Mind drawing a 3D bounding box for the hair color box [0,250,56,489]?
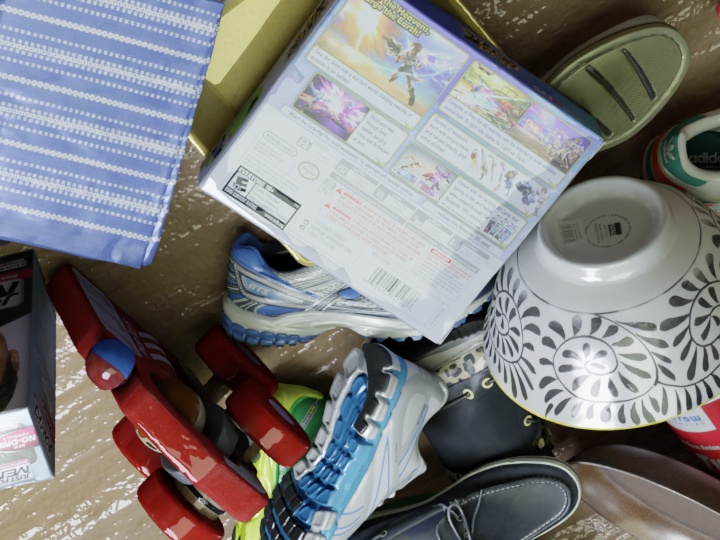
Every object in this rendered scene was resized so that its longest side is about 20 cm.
[{"bbox_3d":[-0.258,0.070,1.403,0.098,0.200,0.061,-14,121,0],"label":"hair color box"}]

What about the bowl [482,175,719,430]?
[{"bbox_3d":[0.169,0.000,1.400,0.199,0.201,0.095,-17,131,2],"label":"bowl"}]

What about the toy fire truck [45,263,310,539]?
[{"bbox_3d":[-0.136,0.088,1.436,0.112,0.200,0.168,-45,121,5],"label":"toy fire truck"}]

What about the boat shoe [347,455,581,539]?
[{"bbox_3d":[0.069,0.192,1.525,0.199,0.062,0.075,-18,115,-2],"label":"boat shoe"}]

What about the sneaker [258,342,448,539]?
[{"bbox_3d":[0.000,0.150,1.490,0.086,0.075,0.201,18,112,-36],"label":"sneaker"}]

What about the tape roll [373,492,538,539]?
[{"bbox_3d":[0.056,0.269,1.621,0.199,0.048,0.202,-4,116,-8],"label":"tape roll"}]

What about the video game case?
[{"bbox_3d":[0.026,-0.077,1.374,0.199,0.046,0.182,33,111,-16],"label":"video game case"}]

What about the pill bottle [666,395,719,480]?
[{"bbox_3d":[0.272,0.083,1.537,0.112,0.112,0.200,-33,119,12],"label":"pill bottle"}]

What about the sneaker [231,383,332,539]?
[{"bbox_3d":[-0.050,0.184,1.559,0.083,0.074,0.201,5,107,-13],"label":"sneaker"}]

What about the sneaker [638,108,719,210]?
[{"bbox_3d":[0.296,-0.080,1.445,0.198,0.093,0.071,-4,82,-3],"label":"sneaker"}]

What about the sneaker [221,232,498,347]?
[{"bbox_3d":[0.000,0.000,1.475,0.198,0.077,0.086,-6,114,-6],"label":"sneaker"}]

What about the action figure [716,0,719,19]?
[{"bbox_3d":[0.338,-0.168,1.439,0.198,0.052,0.066,6,123,-9],"label":"action figure"}]

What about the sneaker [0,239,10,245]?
[{"bbox_3d":[-0.291,-0.056,1.403,0.199,0.078,0.076,-11,120,-22],"label":"sneaker"}]

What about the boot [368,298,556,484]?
[{"bbox_3d":[0.121,0.079,1.536,0.203,0.074,0.154,-22,123,16],"label":"boot"}]

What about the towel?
[{"bbox_3d":[-0.179,-0.102,1.357,0.144,0.024,0.201,12,113,-18],"label":"towel"}]

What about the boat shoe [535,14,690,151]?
[{"bbox_3d":[0.132,-0.107,1.431,0.200,0.069,0.075,-38,116,12],"label":"boat shoe"}]

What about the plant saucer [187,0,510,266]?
[{"bbox_3d":[-0.021,-0.135,1.396,0.200,0.049,0.200,-37,110,14],"label":"plant saucer"}]

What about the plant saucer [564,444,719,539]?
[{"bbox_3d":[0.243,0.181,1.569,0.200,0.200,0.032,36,74,-24],"label":"plant saucer"}]
